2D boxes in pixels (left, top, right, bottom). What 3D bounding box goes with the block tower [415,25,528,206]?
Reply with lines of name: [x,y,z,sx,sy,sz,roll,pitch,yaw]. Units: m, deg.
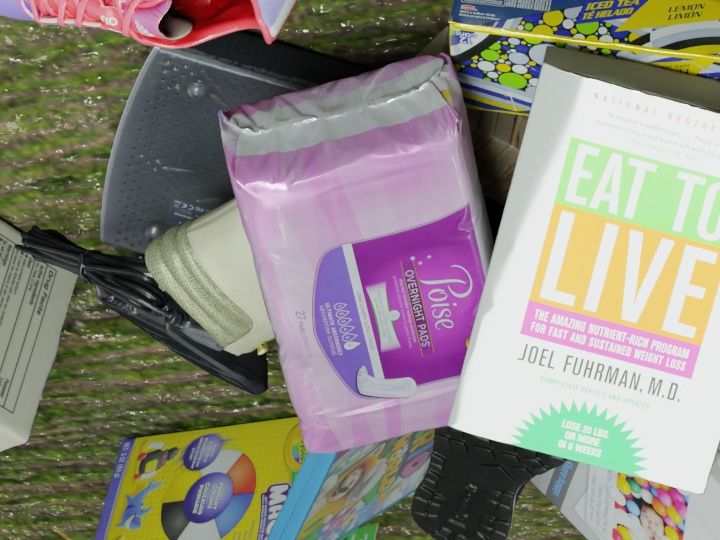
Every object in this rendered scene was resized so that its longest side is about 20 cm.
block tower: [0.114,-0.056,1.537,0.200,0.058,0.054,25,146,-16]

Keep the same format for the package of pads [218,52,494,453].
package of pads: [0.008,-0.007,1.462,0.120,0.076,0.200,-13,131,1]

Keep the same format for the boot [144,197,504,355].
boot: [0.000,0.000,1.582,0.200,0.072,0.155,29,133,-35]

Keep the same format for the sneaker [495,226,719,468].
sneaker: [0.164,0.034,1.537,0.199,0.080,0.130,32,-172,15]

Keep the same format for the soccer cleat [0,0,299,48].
soccer cleat: [-0.120,-0.144,1.466,0.200,0.077,0.067,-2,145,23]

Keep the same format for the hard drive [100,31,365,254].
hard drive: [-0.068,-0.063,1.607,0.135,0.042,0.200,16,147,-5]

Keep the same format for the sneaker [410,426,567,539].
sneaker: [0.083,0.075,1.621,0.076,0.088,0.200,28,146,-1]

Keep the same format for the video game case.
video game case: [0.033,0.090,1.664,0.018,0.200,0.143,44,137,19]

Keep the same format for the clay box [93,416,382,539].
clay box: [-0.078,0.157,1.890,0.200,0.115,0.048,-10,140,32]

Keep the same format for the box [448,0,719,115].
box: [0.146,-0.112,1.428,0.200,0.064,0.070,8,148,9]

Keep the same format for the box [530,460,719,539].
box: [0.168,0.120,1.672,0.200,0.041,0.156,45,151,18]

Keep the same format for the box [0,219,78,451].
box: [-0.288,0.016,1.734,0.200,0.128,0.109,36,142,-31]

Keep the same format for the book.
book: [0.129,0.000,1.414,0.133,0.048,0.200,14,116,2]

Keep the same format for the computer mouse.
computer mouse: [-0.096,0.023,1.707,0.140,0.046,0.200,21,169,45]
